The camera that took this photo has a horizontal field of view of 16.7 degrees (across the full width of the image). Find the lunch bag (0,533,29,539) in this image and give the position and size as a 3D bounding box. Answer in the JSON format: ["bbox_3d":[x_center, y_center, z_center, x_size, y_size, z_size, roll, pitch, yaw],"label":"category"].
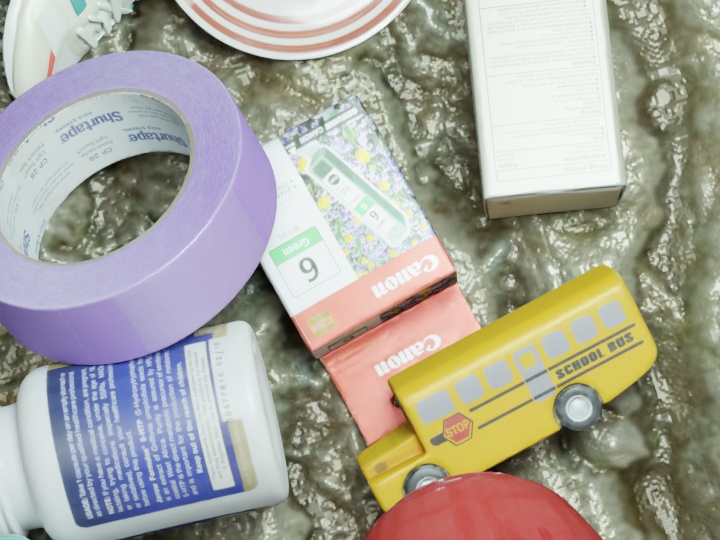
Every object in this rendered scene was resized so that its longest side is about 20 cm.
[{"bbox_3d":[-0.241,0.256,1.467,0.200,0.077,0.161,-30,71,1],"label":"lunch bag"}]

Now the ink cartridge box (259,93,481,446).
[{"bbox_3d":[0.000,0.000,1.576,0.109,0.050,0.200,-29,81,-1],"label":"ink cartridge box"}]

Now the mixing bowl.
[{"bbox_3d":[0.071,0.194,1.492,0.200,0.200,0.109,-14,55,1],"label":"mixing bowl"}]

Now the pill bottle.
[{"bbox_3d":[-0.153,0.110,1.533,0.200,0.120,0.120,-13,81,0],"label":"pill bottle"}]

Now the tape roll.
[{"bbox_3d":[-0.156,-0.041,1.534,0.200,0.066,0.200,-11,51,15],"label":"tape roll"}]

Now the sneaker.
[{"bbox_3d":[-0.167,-0.192,1.601,0.093,0.070,0.200,17,80,11],"label":"sneaker"}]

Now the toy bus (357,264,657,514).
[{"bbox_3d":[0.088,0.078,1.543,0.200,0.065,0.078,-28,100,-1],"label":"toy bus"}]

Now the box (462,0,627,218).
[{"bbox_3d":[0.115,-0.140,1.576,0.095,0.078,0.200,-4,82,2],"label":"box"}]

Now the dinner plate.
[{"bbox_3d":[-0.044,-0.238,1.599,0.200,0.024,0.201,-3,102,-13],"label":"dinner plate"}]
